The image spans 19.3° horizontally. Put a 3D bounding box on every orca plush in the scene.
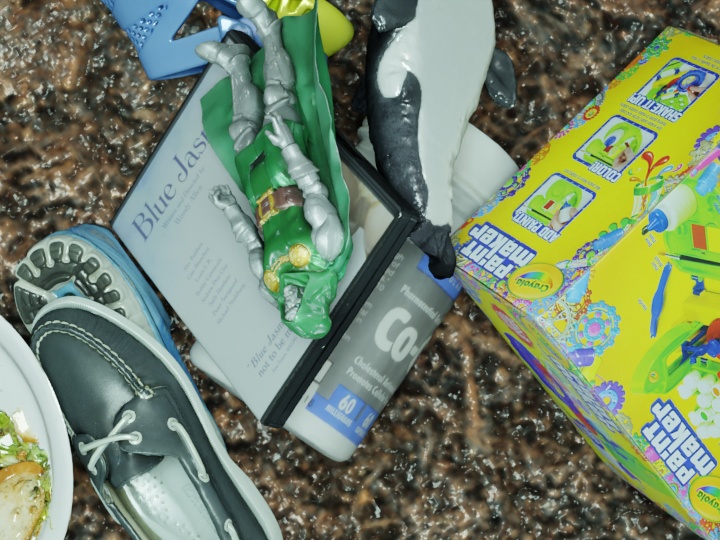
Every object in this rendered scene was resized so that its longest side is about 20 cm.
[{"bbox_3d":[0.031,-0.092,1.179,0.105,0.071,0.200,5,74,-41],"label":"orca plush"}]

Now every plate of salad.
[{"bbox_3d":[-0.248,0.103,1.194,0.200,0.048,0.200,8,105,29],"label":"plate of salad"}]

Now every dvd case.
[{"bbox_3d":[-0.059,-0.028,1.173,0.143,0.018,0.200,-57,45,16],"label":"dvd case"}]

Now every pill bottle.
[{"bbox_3d":[0.000,0.000,1.231,0.114,0.114,0.200,34,84,0],"label":"pill bottle"}]

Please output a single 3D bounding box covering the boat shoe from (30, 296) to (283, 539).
[{"bbox_3d":[-0.116,0.103,1.168,0.076,0.060,0.200,-37,99,28],"label":"boat shoe"}]

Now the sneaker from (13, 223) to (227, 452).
[{"bbox_3d":[-0.123,0.057,1.235,0.078,0.090,0.200,-18,107,18],"label":"sneaker"}]

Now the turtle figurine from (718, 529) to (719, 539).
[{"bbox_3d":[0.257,0.173,1.191,0.101,0.200,0.150,-11,52,32],"label":"turtle figurine"}]

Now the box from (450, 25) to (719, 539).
[{"bbox_3d":[0.187,0.008,1.195,0.193,0.122,0.200,-43,122,-7],"label":"box"}]

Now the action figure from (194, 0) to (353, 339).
[{"bbox_3d":[-0.043,-0.050,1.112,0.055,0.118,0.200,11,49,-35],"label":"action figure"}]

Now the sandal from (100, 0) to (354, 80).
[{"bbox_3d":[-0.109,-0.151,1.258,0.200,0.079,0.087,24,88,0],"label":"sandal"}]
